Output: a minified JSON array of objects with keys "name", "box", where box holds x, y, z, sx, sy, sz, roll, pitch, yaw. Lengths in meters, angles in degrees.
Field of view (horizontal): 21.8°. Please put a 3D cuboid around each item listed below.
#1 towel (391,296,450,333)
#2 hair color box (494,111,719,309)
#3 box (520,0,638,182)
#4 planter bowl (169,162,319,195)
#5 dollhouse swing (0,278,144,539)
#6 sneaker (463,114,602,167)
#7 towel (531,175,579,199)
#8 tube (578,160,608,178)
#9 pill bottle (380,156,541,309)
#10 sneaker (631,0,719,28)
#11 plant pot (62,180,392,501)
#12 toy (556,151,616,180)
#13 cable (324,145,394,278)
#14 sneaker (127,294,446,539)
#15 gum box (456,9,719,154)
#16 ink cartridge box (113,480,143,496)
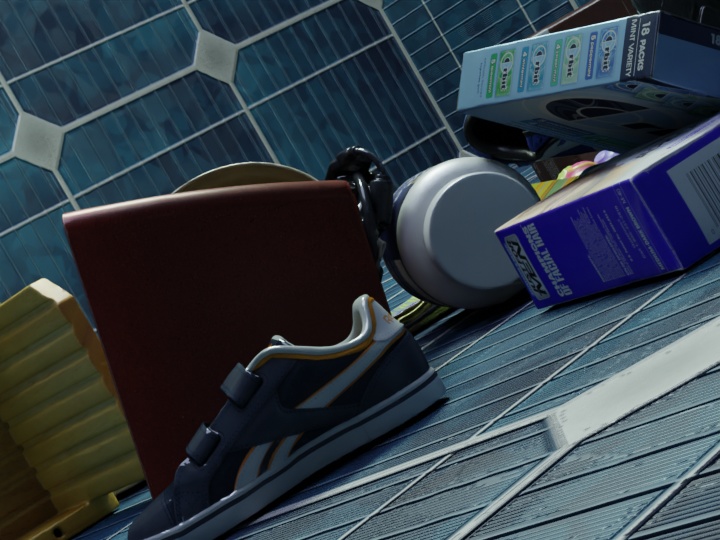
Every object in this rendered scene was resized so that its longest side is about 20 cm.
[{"name":"towel","box":[0.054,0.027,1.604,0.144,0.023,0.200,-31,3,-12]},{"name":"hair color box","box":[0.171,-0.038,1.115,0.109,0.065,0.200,-31,1,-20]},{"name":"box","box":[0.238,-0.174,1.823,0.164,0.166,0.200,-30,3,-5]},{"name":"planter bowl","box":[-0.084,0.026,1.595,0.200,0.200,0.135,-30,-24,-2]},{"name":"dollhouse swing","box":[-0.283,0.129,1.426,0.182,0.200,0.176,-31,3,-24]},{"name":"sneaker","box":[0.160,-0.115,1.331,0.199,0.081,0.115,-15,3,17]},{"name":"towel","box":[0.121,-0.044,1.599,0.200,0.018,0.086,-9,29,44]},{"name":"tube","box":[0.231,-0.069,1.303,0.077,0.050,0.200,-48,17,-31]},{"name":"pill bottle","box":[0.078,-0.027,1.387,0.111,0.111,0.200,-30,3,-5]},{"name":"sneaker","box":[0.266,-0.145,1.233,0.115,0.200,0.076,104,-177,-77]},{"name":"plant pot","box":[-0.070,0.033,1.221,0.176,0.200,0.200,-17,2,-1]},{"name":"toy","box":[0.191,-0.069,1.645,0.200,0.047,0.115,-31,4,-14]},{"name":"cable","box":[0.000,0.000,1.415,0.051,0.163,0.200,-3,-13,-9]},{"name":"sneaker","box":[-0.056,0.088,1.052,0.200,0.079,0.078,-32,4,-8]},{"name":"gum box","box":[0.187,-0.111,1.178,0.170,0.045,0.200,11,-8,-31]},{"name":"ink cartridge box","box":[-0.228,0.153,1.619,0.200,0.083,0.147,-29,2,23]}]
